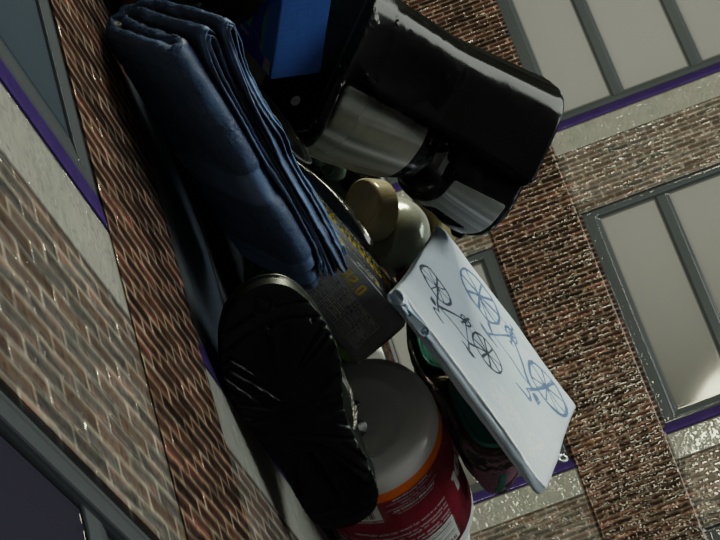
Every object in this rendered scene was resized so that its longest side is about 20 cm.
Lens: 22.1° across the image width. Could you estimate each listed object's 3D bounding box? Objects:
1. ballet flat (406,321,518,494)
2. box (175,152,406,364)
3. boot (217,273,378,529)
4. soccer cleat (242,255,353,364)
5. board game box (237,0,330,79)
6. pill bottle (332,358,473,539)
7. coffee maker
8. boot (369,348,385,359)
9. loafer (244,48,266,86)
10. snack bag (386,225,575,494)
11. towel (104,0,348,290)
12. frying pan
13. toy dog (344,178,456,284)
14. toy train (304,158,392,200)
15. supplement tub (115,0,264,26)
[{"bbox_3d":[0.078,0.096,1.453,0.201,0.068,0.072,-112,-158,-45],"label":"ballet flat"},{"bbox_3d":[-0.049,-0.035,1.358,0.200,0.048,0.158,49,5,-7],"label":"box"},{"bbox_3d":[-0.047,0.058,1.210,0.163,0.073,0.199,-110,178,-61],"label":"boot"},{"bbox_3d":[-0.040,0.051,1.445,0.200,0.067,0.082,62,7,-52],"label":"soccer cleat"},{"bbox_3d":[-0.066,-0.260,1.288,0.152,0.045,0.201,51,-39,42],"label":"board game box"},{"bbox_3d":[0.023,0.163,1.402,0.201,0.112,0.114,67,4,-53],"label":"pill bottle"},{"bbox_3d":[0.051,-0.142,1.376,0.199,0.193,0.135,22,27,-34],"label":"coffee maker"},{"bbox_3d":[-0.025,0.069,1.679,0.200,0.072,0.091,87,-22,-71],"label":"boot"},{"bbox_3d":[-0.082,-0.182,1.423,0.199,0.072,0.063,9,42,-43],"label":"loafer"},{"bbox_3d":[0.093,0.067,1.374,0.189,0.021,0.200,54,19,-5],"label":"snack bag"},{"bbox_3d":[-0.083,-0.082,1.167,0.111,0.048,0.201,25,-28,50],"label":"towel"},{"bbox_3d":[-0.052,-0.083,1.255,0.191,0.031,0.115,52,8,5],"label":"frying pan"},{"bbox_3d":[0.000,0.000,1.514,0.200,0.131,0.097,132,-45,-63],"label":"toy dog"},{"bbox_3d":[-0.040,-0.140,1.548,0.201,0.085,0.114,62,-27,5],"label":"toy train"},{"bbox_3d":[-0.139,-0.263,1.263,0.107,0.106,0.202,59,11,-76],"label":"supplement tub"}]
